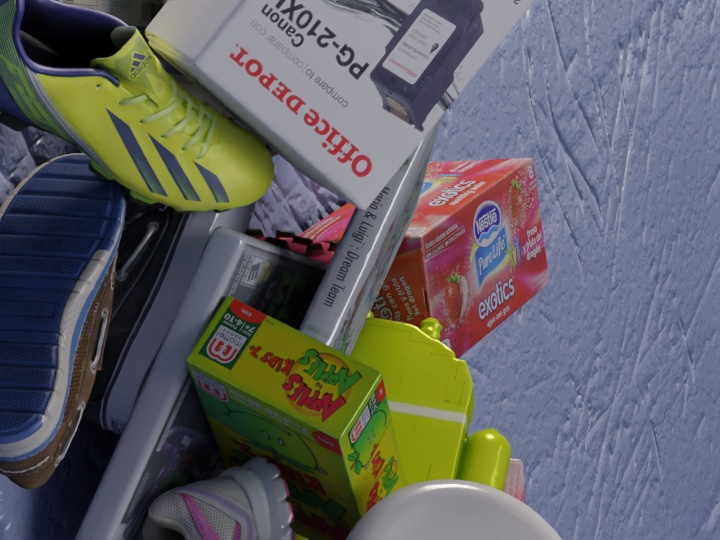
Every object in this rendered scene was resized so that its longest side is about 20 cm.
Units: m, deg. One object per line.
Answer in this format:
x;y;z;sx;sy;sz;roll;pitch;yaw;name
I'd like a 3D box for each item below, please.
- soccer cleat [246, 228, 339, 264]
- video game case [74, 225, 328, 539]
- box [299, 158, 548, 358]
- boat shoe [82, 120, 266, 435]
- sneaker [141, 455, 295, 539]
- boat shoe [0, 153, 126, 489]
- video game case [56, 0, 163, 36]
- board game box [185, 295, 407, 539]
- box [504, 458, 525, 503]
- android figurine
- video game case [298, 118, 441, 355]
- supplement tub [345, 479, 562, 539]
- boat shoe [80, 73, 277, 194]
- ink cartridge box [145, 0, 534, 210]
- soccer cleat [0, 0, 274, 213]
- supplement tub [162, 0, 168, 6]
-0.077;0.027;1.726;0.200;0.069;0.087;-17;114;-58;soccer cleat
-0.086;0.079;1.625;0.201;0.023;0.182;-66;162;1;video game case
0.044;-0.006;1.903;0.200;0.099;0.096;-35;119;-59;box
-0.117;-0.004;1.606;0.072;0.067;0.201;69;43;-70;boat shoe
-0.073;0.204;1.550;0.081;0.088;0.201;116;-37;-56;sneaker
-0.173;0.027;1.532;0.073;0.072;0.201;80;21;-52;boat shoe
-0.150;-0.240;1.638;0.143;0.018;0.202;-3;91;-63;video game case
-0.031;0.098;1.603;0.048;0.101;0.200;-57;160;-21;board game box
0.051;0.224;1.772;0.100;0.095;0.201;81;15;-67;box
0.002;0.113;1.747;0.041;0.181;0.201;81;19;-62;android figurine
0.000;0.000;1.668;0.200;0.024;0.183;103;11;-68;video game case
0.036;0.224;1.595;0.200;0.143;0.145;114;-4;-55;supplement tub
-0.097;-0.089;1.681;0.200;0.065;0.074;-26;112;-61;boat shoe
0.001;-0.157;1.548;0.145;0.084;0.200;39;89;-30;ink cartridge box
-0.124;-0.092;1.519;0.199;0.084;0.065;26;44;-25;soccer cleat
-0.030;-0.178;1.670;0.200;0.144;0.146;31;60;-44;supplement tub
